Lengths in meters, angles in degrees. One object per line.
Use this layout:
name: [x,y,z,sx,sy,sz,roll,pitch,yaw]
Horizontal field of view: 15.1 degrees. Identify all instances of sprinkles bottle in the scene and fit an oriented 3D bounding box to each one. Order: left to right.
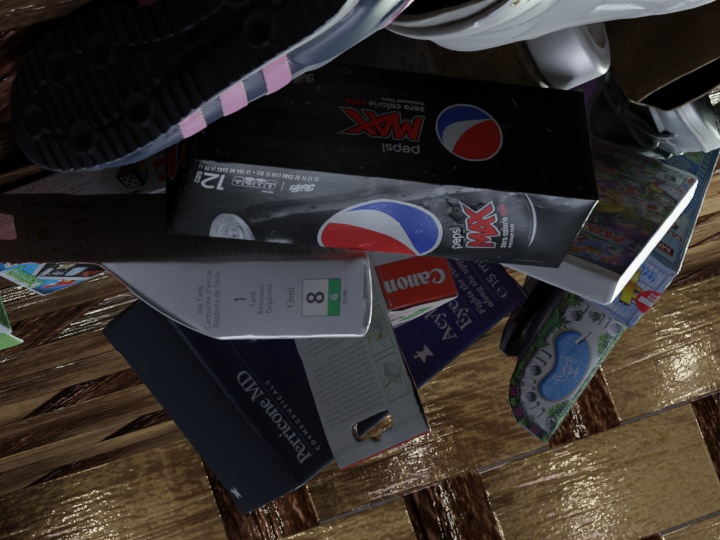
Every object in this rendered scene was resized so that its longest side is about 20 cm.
sprinkles bottle: [0.023,-0.095,1.362,0.200,0.068,0.068,-21,173,18]

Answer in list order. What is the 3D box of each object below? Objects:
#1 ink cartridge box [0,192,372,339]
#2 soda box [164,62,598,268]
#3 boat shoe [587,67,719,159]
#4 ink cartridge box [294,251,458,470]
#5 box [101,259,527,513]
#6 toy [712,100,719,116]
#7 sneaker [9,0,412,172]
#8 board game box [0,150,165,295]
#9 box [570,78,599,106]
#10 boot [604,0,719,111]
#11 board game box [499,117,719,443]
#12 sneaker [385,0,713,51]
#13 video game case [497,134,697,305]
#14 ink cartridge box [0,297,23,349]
ink cartridge box: [-0.104,-0.003,1.370,0.200,0.050,0.161,-3,-166,-8]
soda box: [0.009,-0.052,1.300,0.200,0.071,0.063,5,146,-14]
boat shoe: [0.162,-0.095,1.536,0.065,0.074,0.202,-20,-178,3]
ink cartridge box: [0.000,0.000,1.499,0.050,0.200,0.109,-14,172,-32]
box: [-0.028,0.027,1.635,0.200,0.148,0.104,-40,-177,-25]
toy: [0.239,-0.132,1.529,0.115,0.047,0.200,-34,179,4]
sneaker: [-0.057,-0.092,1.141,0.200,0.070,0.082,-22,171,33]
board game box: [-0.148,-0.030,1.553,0.126,0.035,0.200,-20,174,1]
box: [0.055,-0.075,1.756,0.137,0.039,0.200,-13,171,-39]
boot: [0.205,-0.147,1.361,0.074,0.076,0.200,18,140,-42]
board game box: [0.146,-0.003,1.656,0.200,0.062,0.200,-57,-178,19]
sneaker: [0.100,-0.141,1.179,0.200,0.074,0.116,-20,177,19]
video game case: [0.092,-0.043,1.444,0.143,0.018,0.200,22,-157,11]
ink cartridge box: [-0.261,0.021,1.543,0.104,0.059,0.200,-19,174,-1]
